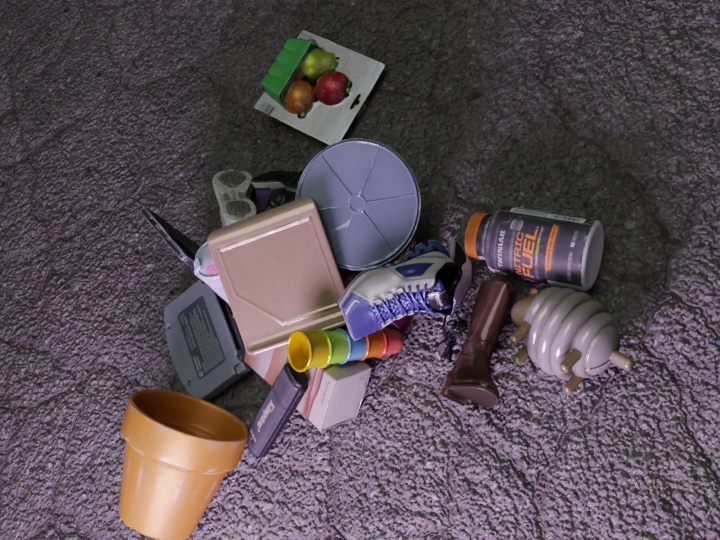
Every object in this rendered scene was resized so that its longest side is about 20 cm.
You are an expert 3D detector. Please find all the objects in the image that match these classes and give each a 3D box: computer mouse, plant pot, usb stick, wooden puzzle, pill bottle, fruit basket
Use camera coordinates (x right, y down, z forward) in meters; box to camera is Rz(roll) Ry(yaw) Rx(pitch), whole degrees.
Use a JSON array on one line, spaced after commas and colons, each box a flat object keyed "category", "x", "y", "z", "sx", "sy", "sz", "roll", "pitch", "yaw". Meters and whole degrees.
[{"category": "computer mouse", "x": 0.149, "y": 0.038, "z": 1.332, "sx": 0.043, "sy": 0.110, "sz": 0.203, "roll": 9, "pitch": 55, "yaw": 0}, {"category": "plant pot", "x": -0.299, "y": 0.315, "z": 1.375, "sx": 0.198, "sy": 0.199, "sz": 0.186, "roll": 22, "pitch": 95, "yaw": 31}, {"category": "usb stick", "x": -0.134, "y": 0.223, "z": 1.356, "sx": 0.056, "sy": 0.032, "sz": 0.201, "roll": 52, "pitch": 133, "yaw": 25}, {"category": "wooden puzzle", "x": -0.123, "y": 0.009, "z": 1.327, "sx": 0.182, "sy": 0.037, "sz": 0.204, "roll": -18, "pitch": 93, "yaw": 11}, {"category": "pill bottle", "x": 0.259, "y": -0.038, "z": 1.305, "sx": 0.197, "sy": 0.106, "sz": 0.108, "roll": 12, "pitch": 73, "yaw": 30}, {"category": "fruit basket", "x": -0.077, "y": -0.344, "z": 1.625, "sx": 0.198, "sy": 0.094, "sz": 0.187, "roll": 28, "pitch": 82, "yaw": 16}]

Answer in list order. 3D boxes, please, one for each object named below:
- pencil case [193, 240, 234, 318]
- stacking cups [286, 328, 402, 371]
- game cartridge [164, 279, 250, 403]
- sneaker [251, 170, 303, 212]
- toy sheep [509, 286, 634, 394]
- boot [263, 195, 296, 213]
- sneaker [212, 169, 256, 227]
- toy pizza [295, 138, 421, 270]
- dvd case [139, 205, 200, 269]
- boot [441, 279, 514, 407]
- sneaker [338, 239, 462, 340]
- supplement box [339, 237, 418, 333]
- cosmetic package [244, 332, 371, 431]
[{"category": "pencil case", "x": -0.203, "y": 0.025, "z": 1.444, "sx": 0.089, "sy": 0.201, "sz": 0.084, "roll": -12, "pitch": 56, "yaw": 12}, {"category": "stacking cups", "x": -0.015, "y": 0.112, "z": 1.308, "sx": 0.060, "sy": 0.197, "sz": 0.062, "roll": 5, "pitch": 97, "yaw": 50}, {"category": "game cartridge", "x": -0.277, "y": 0.124, "z": 1.517, "sx": 0.133, "sy": 0.041, "sz": 0.202, "roll": -37, "pitch": 60, "yaw": 21}, {"category": "sneaker", "x": -0.112, "y": -0.124, "z": 1.517, "sx": 0.075, "sy": 0.089, "sz": 0.198, "roll": -25, "pitch": 22, "yaw": -32}, {"category": "toy sheep", "x": 0.295, "y": 0.094, "z": 1.215, "sx": 0.199, "sy": 0.138, "sz": 0.139, "roll": 32, "pitch": 84, "yaw": 36}, {"category": "boot", "x": -0.081, "y": -0.046, "z": 1.382, "sx": 0.198, "sy": 0.077, "sz": 0.140, "roll": -29, "pitch": 73, "yaw": 8}, {"category": "sneaker", "x": -0.233, "y": -0.110, "z": 1.588, "sx": 0.076, "sy": 0.101, "sz": 0.202, "roll": -1, "pitch": 38, "yaw": -10}, {"category": "toy pizza", "x": -0.004, "y": -0.102, "z": 1.339, "sx": 0.196, "sy": 0.032, "sz": 0.205, "roll": 0, "pitch": 89, "yaw": 4}, {"category": "dvd case", "x": -0.287, "y": -0.026, "z": 1.502, "sx": 0.016, "sy": 0.200, "sz": 0.149, "roll": -46, "pitch": 57, "yaw": 0}, {"category": "boot", "x": 0.187, "y": 0.093, "z": 1.253, "sx": 0.063, "sy": 0.186, "sz": 0.203, "roll": 27, "pitch": 78, "yaw": -9}, {"category": "sneaker", "x": 0.070, "y": 0.032, "z": 1.252, "sx": 0.198, "sy": 0.081, "sz": 0.115, "roll": -32, "pitch": 28, "yaw": -13}, {"category": "supplement box", "x": 0.000, "y": 0.000, "z": 1.412, "sx": 0.197, "sy": 0.103, "sz": 0.133, "roll": 19, "pitch": 76, "yaw": 32}, {"category": "cosmetic package", "x": -0.088, "y": 0.150, "z": 1.376, "sx": 0.199, "sy": 0.086, "sz": 0.105, "roll": 34, "pitch": 120, "yaw": 33}]
